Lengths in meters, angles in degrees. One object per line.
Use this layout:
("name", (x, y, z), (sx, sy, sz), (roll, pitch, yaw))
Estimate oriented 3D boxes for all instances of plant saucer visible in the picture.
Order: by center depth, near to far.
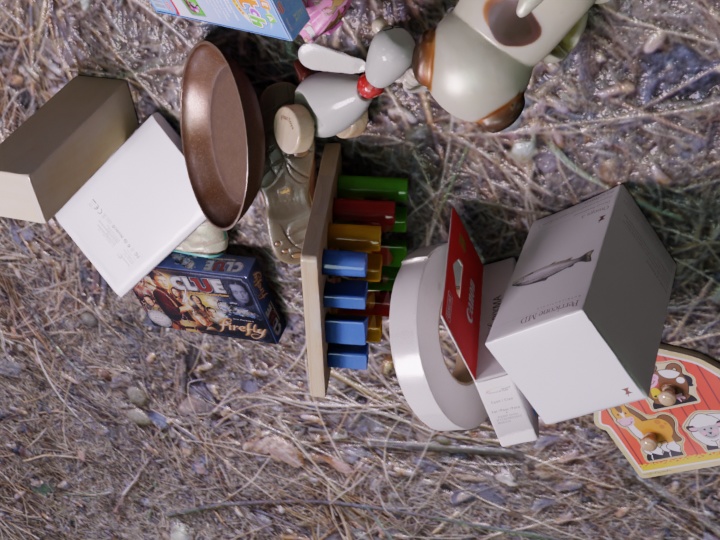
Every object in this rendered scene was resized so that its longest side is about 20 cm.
("plant saucer", (-0.147, -0.146, 1.096), (0.200, 0.036, 0.204), (30, 125, 57))

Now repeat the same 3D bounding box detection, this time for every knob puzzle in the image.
("knob puzzle", (0.356, 0.163, 1.165), (0.216, 0.031, 0.222), (15, 133, 17))

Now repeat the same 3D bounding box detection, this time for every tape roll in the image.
("tape roll", (0.097, 0.072, 1.102), (0.037, 0.204, 0.204), (-9, 123, 33))

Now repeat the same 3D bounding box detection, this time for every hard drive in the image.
("hard drive", (-0.270, -0.077, 1.233), (0.199, 0.025, 0.132), (-38, 92, 25))

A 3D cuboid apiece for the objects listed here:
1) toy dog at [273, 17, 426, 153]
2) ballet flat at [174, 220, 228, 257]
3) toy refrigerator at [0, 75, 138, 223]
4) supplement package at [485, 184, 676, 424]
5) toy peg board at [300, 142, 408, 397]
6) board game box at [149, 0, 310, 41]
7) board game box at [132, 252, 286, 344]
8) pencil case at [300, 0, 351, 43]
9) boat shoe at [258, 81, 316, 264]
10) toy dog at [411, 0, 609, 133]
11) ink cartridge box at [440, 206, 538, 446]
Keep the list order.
("toy dog", (-0.017, -0.199, 1.005), (0.199, 0.131, 0.098), (-30, 81, 34))
("ballet flat", (-0.257, -0.057, 1.286), (0.197, 0.067, 0.063), (3, 110, 17))
("toy refrigerator", (-0.339, -0.140, 1.149), (0.075, 0.201, 0.071), (8, 132, 19))
("supplement package", (0.223, 0.032, 1.000), (0.116, 0.201, 0.118), (-23, 116, 39))
("toy peg board", (0.000, 0.000, 1.107), (0.096, 0.201, 0.202), (2, 131, 5))
("board game box", (-0.152, -0.293, 0.926), (0.198, 0.037, 0.152), (22, 154, 37))
("board game box", (-0.209, 0.031, 1.328), (0.197, 0.035, 0.136), (6, 140, 23))
("pencil case", (-0.089, -0.306, 0.959), (0.200, 0.087, 0.083), (41, 116, -9))
("boat shoe", (-0.084, -0.111, 1.128), (0.071, 0.068, 0.203), (-6, 111, -3))
("toy dog", (0.135, -0.213, 0.852), (0.138, 0.195, 0.201), (27, 130, -14))
("ink cartridge box", (0.141, 0.050, 1.058), (0.044, 0.201, 0.178), (-16, 121, 19))
